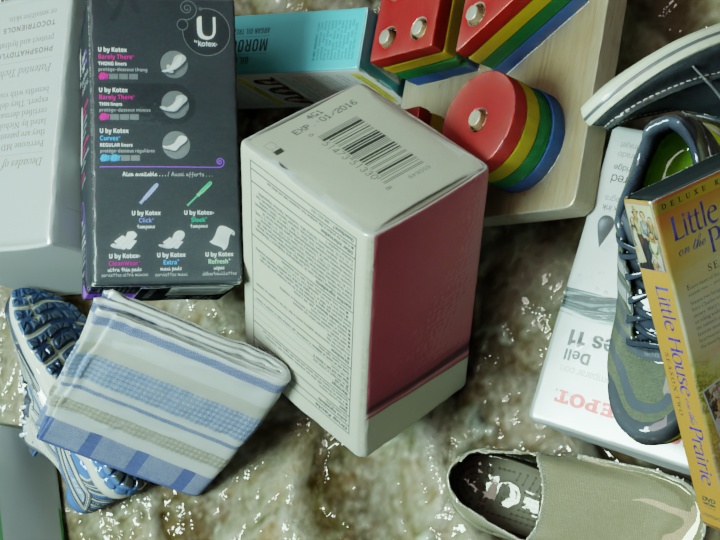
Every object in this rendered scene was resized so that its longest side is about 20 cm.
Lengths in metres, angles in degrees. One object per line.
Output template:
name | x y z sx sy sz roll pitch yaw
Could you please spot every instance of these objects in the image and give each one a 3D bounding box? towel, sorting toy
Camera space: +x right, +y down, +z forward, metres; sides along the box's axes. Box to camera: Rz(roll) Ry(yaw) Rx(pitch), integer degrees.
towel | -0.147 0.093 1.059 0.200 0.146 0.024 -53 19 49
sorting toy | 0.080 -0.136 1.013 0.198 0.069 0.202 -5 70 51

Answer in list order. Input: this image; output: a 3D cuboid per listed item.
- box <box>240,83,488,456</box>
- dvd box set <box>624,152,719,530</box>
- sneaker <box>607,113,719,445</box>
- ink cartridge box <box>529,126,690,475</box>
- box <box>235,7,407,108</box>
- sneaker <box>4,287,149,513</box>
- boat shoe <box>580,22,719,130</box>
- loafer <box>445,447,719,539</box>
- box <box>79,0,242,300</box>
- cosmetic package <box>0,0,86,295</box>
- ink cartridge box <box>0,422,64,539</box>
box | 0.000 0.000 0.989 0.128 0.109 0.201 37 142 32
dvd box set | 0.233 0.028 0.837 0.029 0.146 0.202 12 123 61
sneaker | 0.173 0.001 0.862 0.073 0.081 0.202 0 77 31
ink cartridge box | 0.209 0.025 0.933 0.146 0.083 0.202 14 86 33
box | -0.062 -0.162 1.143 0.199 0.082 0.050 3 78 31
sneaker | -0.248 0.107 1.190 0.085 0.077 0.201 -40 68 28
boat shoe | 0.235 -0.121 0.924 0.198 0.075 0.063 -18 84 -11
loafer | 0.138 0.157 0.953 0.199 0.068 0.076 4 80 32
box | -0.145 -0.083 1.046 0.105 0.122 0.202 -1 85 -14
cosmetic package | -0.247 -0.095 1.188 0.165 0.167 0.202 -4 77 30
ink cartridge box | -0.347 0.227 1.220 0.199 0.084 0.147 -23 67 25
